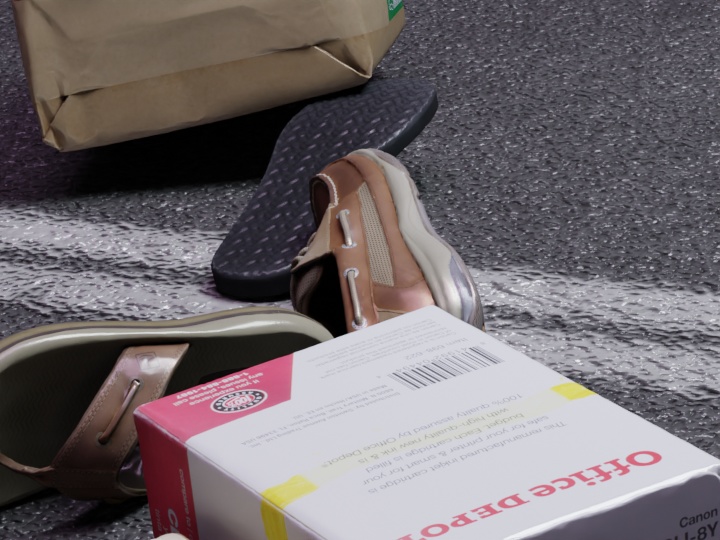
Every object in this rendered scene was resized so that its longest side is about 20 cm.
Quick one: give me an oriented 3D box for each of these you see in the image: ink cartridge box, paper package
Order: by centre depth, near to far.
[{"bbox_3d":[0.025,0.097,1.131,0.145,0.084,0.200,-17,24,-26],"label":"ink cartridge box"},{"bbox_3d":[-0.080,-0.149,1.691,0.190,0.104,0.200,-11,11,9],"label":"paper package"}]

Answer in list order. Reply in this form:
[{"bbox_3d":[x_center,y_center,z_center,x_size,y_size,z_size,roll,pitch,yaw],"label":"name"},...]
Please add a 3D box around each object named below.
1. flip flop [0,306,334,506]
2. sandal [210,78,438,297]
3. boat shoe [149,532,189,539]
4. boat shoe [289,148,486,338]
[{"bbox_3d":[-0.095,0.065,1.271,0.199,0.081,0.058,-9,35,-23],"label":"flip flop"},{"bbox_3d":[-0.017,-0.037,1.555,0.075,0.045,0.200,0,36,29],"label":"sandal"},{"bbox_3d":[-0.063,0.149,1.048,0.069,0.074,0.200,-16,14,-18],"label":"boat shoe"},{"bbox_3d":[0.000,0.000,1.399,0.071,0.076,0.200,-16,24,-9],"label":"boat shoe"}]
